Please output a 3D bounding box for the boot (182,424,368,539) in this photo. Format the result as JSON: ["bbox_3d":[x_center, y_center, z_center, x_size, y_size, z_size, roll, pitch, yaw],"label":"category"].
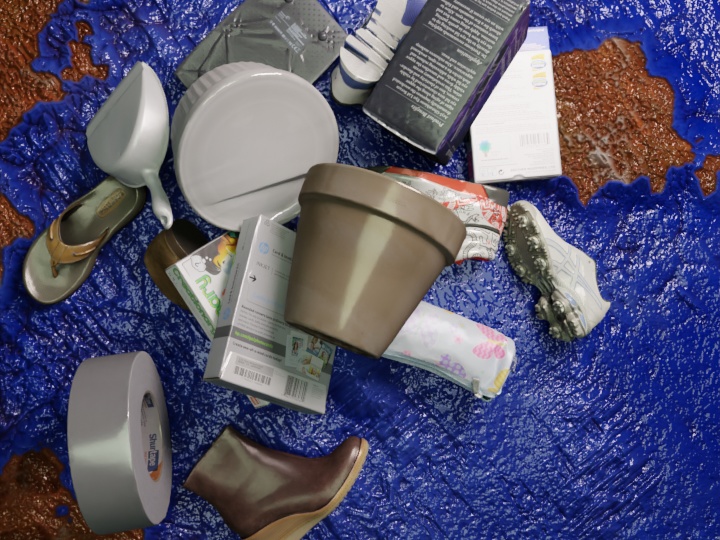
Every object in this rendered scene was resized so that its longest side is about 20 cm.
[{"bbox_3d":[-0.106,0.252,0.894,0.166,0.072,0.200,42,90,-6],"label":"boot"}]

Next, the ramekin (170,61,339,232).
[{"bbox_3d":[-0.133,-0.154,0.843,0.202,0.094,0.203,-16,130,-21],"label":"ramekin"}]

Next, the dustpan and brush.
[{"bbox_3d":[-0.265,-0.134,0.844,0.140,0.057,0.200,-39,53,28],"label":"dustpan and brush"}]

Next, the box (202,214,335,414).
[{"bbox_3d":[-0.092,0.055,0.842,0.156,0.041,0.200,27,64,-38],"label":"box"}]

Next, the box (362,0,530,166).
[{"bbox_3d":[0.106,-0.240,0.848,0.104,0.148,0.200,33,100,8],"label":"box"}]

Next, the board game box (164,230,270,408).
[{"bbox_3d":[-0.134,0.051,0.869,0.126,0.035,0.200,-39,101,-42],"label":"board game box"}]

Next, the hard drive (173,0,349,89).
[{"bbox_3d":[-0.124,-0.273,0.908,0.200,0.042,0.135,-43,93,-3],"label":"hard drive"}]

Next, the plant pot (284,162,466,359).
[{"bbox_3d":[0.000,0.000,0.800,0.200,0.200,0.174,23,79,-4],"label":"plant pot"}]

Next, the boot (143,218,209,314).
[{"bbox_3d":[-0.198,0.034,0.902,0.075,0.074,0.200,-31,98,26],"label":"boot"}]

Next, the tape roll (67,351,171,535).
[{"bbox_3d":[-0.274,0.197,0.817,0.066,0.200,0.201,-9,91,-5],"label":"tape roll"}]

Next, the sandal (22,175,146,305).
[{"bbox_3d":[-0.350,-0.044,0.883,0.200,0.055,0.082,-45,93,-3],"label":"sandal"}]

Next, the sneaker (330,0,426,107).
[{"bbox_3d":[0.016,-0.277,0.904,0.081,0.115,0.199,41,58,-5],"label":"sneaker"}]

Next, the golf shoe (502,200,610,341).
[{"bbox_3d":[0.263,-0.009,0.938,0.097,0.078,0.200,-28,95,-24],"label":"golf shoe"}]

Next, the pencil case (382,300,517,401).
[{"bbox_3d":[0.097,0.095,0.906,0.200,0.083,0.091,23,74,-4],"label":"pencil case"}]

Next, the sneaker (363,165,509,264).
[{"bbox_3d":[0.089,-0.068,0.914,0.201,0.067,0.108,11,89,-5],"label":"sneaker"}]

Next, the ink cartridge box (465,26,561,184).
[{"bbox_3d":[0.198,-0.218,0.937,0.119,0.042,0.200,-5,93,-4],"label":"ink cartridge box"}]
